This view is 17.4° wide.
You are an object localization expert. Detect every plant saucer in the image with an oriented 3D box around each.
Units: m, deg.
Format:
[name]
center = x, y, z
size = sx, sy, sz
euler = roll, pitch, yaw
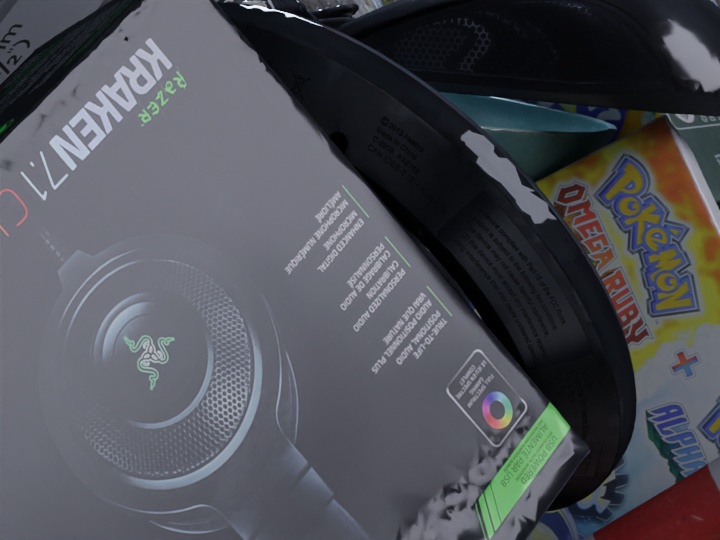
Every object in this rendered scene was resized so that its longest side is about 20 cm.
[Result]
[plant saucer]
center = -0.004, -0.051, 0.891
size = 0.200, 0.199, 0.036
euler = -8, 109, -63

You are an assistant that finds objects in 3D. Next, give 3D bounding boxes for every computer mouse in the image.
[computer mouse]
center = 0.049, -0.089, 0.850
size = 0.138, 0.199, 0.053
euler = -12, 107, -72

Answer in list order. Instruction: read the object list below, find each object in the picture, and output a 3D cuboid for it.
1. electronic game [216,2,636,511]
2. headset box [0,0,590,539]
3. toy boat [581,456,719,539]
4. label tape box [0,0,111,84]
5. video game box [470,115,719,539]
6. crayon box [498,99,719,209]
[electronic game]
center = 0.000, 0.000, 0.733
size = 0.200, 0.200, 0.042
euler = 50, 62, -13
[headset box]
center = -0.056, 0.054, 0.643
size = 0.200, 0.093, 0.174
euler = 50, 56, -15
[toy boat]
center = 0.109, 0.117, 0.688
size = 0.131, 0.199, 0.131
euler = 61, 8, 24
[label tape box]
center = -0.162, -0.120, 0.736
size = 0.143, 0.066, 0.200
euler = 50, 22, 17
[video game box]
center = 0.069, 0.074, 0.815
size = 0.201, 0.182, 0.047
euler = 68, 10, 24
[crayon box]
center = 0.083, -0.030, 0.995
size = 0.051, 0.200, 0.126
euler = -8, 63, -33
